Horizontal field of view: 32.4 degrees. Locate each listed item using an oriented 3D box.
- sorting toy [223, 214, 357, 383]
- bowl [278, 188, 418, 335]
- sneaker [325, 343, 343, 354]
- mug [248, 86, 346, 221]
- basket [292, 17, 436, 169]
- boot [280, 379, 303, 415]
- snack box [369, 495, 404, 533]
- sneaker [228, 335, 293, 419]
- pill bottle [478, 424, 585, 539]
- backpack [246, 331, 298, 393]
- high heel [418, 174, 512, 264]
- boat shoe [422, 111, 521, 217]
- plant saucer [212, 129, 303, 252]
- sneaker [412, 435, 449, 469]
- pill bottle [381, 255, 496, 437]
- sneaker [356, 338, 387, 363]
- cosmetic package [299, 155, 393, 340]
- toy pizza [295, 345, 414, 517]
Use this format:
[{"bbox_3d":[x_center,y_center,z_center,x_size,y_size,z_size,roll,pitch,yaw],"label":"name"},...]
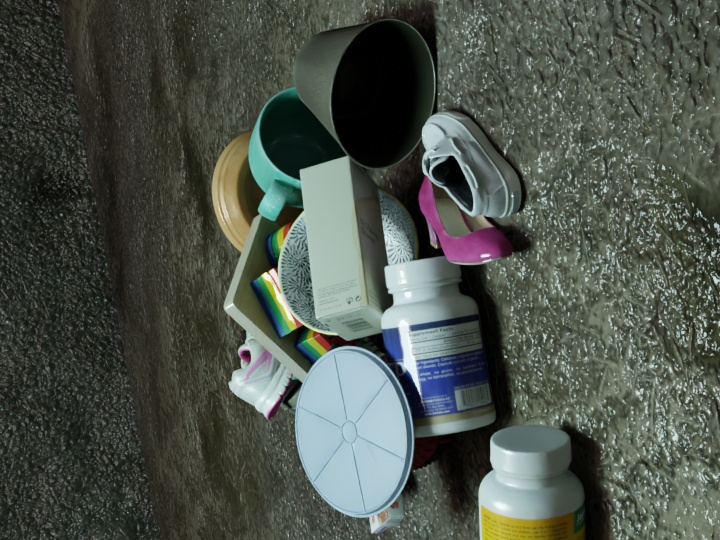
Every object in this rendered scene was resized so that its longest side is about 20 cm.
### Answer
[{"bbox_3d":[-0.077,0.035,1.716,0.069,0.199,0.201,-29,29,31],"label":"sorting toy"},{"bbox_3d":[0.000,0.000,1.631,0.094,0.200,0.202,39,-153,-59],"label":"bowl"},{"bbox_3d":[-0.023,0.175,1.572,0.200,0.075,0.080,-116,38,-49],"label":"sneaker"},{"bbox_3d":[-0.094,-0.159,1.737,0.153,0.184,0.114,59,156,11],"label":"mug"},{"bbox_3d":[-0.005,-0.236,1.568,0.200,0.135,0.182,-142,55,-65],"label":"basket"},{"bbox_3d":[-0.024,0.238,1.781,0.200,0.073,0.182,41,178,-4],"label":"boot"},{"bbox_3d":[0.022,0.228,1.585,0.072,0.024,0.201,123,144,-58],"label":"snack box"},{"bbox_3d":[-0.125,0.112,1.774,0.082,0.088,0.201,115,-179,-47],"label":"sneaker"},{"bbox_3d":[0.181,0.271,1.308,0.113,0.112,0.202,-155,60,-64],"label":"pill bottle"},{"bbox_3d":[-0.102,0.095,1.916,0.126,0.166,0.202,0,95,51],"label":"backpack"},{"bbox_3d":[0.118,-0.066,1.412,0.200,0.067,0.097,-137,38,-73],"label":"high heel"},{"bbox_3d":[0.108,-0.118,1.406,0.200,0.068,0.072,-122,32,-44],"label":"boat shoe"},{"bbox_3d":[-0.123,-0.111,1.816,0.037,0.199,0.202,-7,91,53],"label":"plant saucer"},{"bbox_3d":[0.077,0.165,1.607,0.096,0.079,0.201,-102,19,-60],"label":"sneaker"},{"bbox_3d":[0.087,0.088,1.463,0.120,0.119,0.202,164,97,-68],"label":"pill bottle"},{"bbox_3d":[0.009,0.135,1.733,0.091,0.074,0.200,70,155,12],"label":"sneaker"},{"bbox_3d":[-0.015,-0.026,1.534,0.103,0.073,0.202,39,-140,-62],"label":"cosmetic package"},{"bbox_3d":[-0.003,0.190,1.469,0.199,0.032,0.202,2,93,46],"label":"toy pizza"}]
